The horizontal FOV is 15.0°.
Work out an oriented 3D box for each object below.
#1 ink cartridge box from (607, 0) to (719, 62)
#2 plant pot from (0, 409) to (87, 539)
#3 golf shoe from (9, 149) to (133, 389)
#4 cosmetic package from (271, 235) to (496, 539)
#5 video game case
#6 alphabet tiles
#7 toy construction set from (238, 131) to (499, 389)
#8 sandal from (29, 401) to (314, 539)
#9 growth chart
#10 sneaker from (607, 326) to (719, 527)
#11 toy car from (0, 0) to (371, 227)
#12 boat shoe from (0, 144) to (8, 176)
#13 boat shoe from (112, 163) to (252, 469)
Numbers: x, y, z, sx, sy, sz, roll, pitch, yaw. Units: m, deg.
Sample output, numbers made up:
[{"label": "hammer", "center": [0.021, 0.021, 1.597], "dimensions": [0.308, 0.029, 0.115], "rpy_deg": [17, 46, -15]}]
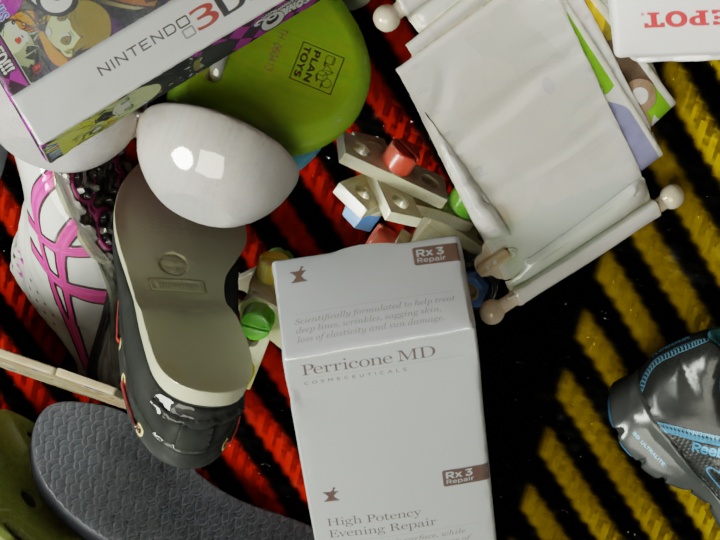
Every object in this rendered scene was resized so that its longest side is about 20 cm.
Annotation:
[{"label": "ink cartridge box", "center": [0.184, -0.206, 1.276], "dimensions": [0.144, 0.084, 0.201], "rpy_deg": [-1, 120, 16]}, {"label": "plant pot", "center": [-0.245, 0.184, 1.593], "dimensions": [0.200, 0.201, 0.184], "rpy_deg": [43, 111, -13]}, {"label": "golf shoe", "center": [-0.162, -0.016, 1.498], "dimensions": [0.092, 0.073, 0.201], "rpy_deg": [-8, 120, 22]}, {"label": "cosmetic package", "center": [0.015, 0.080, 1.427], "dimensions": [0.101, 0.074, 0.201], "rpy_deg": [-9, 137, 1]}, {"label": "video game case", "center": [-0.123, -0.181, 1.300], "dimensions": [0.181, 0.036, 0.201], "rpy_deg": [-30, 79, -6]}, {"label": "alphabet tiles", "center": [-0.167, 0.058, 1.496], "dimensions": [0.166, 0.200, 0.006], "rpy_deg": [18, 84, 5]}, {"label": "toy construction set", "center": [0.000, 0.000, 1.461], "dimensions": [0.131, 0.092, 0.200], "rpy_deg": [33, 134, -5]}, {"label": "sandal", "center": [-0.109, 0.148, 1.585], "dimensions": [0.200, 0.076, 0.043], "rpy_deg": [33, 149, -12]}, {"label": "growth chart", "center": [0.093, -0.086, 1.381], "dimensions": [0.144, 0.018, 0.201], "rpy_deg": [-27, 115, -9]}, {"label": "sneaker", "center": [0.227, 0.114, 1.476], "dimensions": [0.200, 0.073, 0.082], "rpy_deg": [40, 120, -13]}, {"label": "toy car", "center": [-0.092, -0.109, 1.387], "dimensions": [0.199, 0.176, 0.150], "rpy_deg": [19, 160, 4]}, {"label": "boat shoe", "center": [-0.216, -0.128, 1.442], "dimensions": [0.065, 0.074, 0.201], "rpy_deg": [13, 122, 3]}, {"label": "boat shoe", "center": [-0.097, 0.017, 1.429], "dimensions": [0.073, 0.202, 0.063], "rpy_deg": [7, 130, -16]}]
